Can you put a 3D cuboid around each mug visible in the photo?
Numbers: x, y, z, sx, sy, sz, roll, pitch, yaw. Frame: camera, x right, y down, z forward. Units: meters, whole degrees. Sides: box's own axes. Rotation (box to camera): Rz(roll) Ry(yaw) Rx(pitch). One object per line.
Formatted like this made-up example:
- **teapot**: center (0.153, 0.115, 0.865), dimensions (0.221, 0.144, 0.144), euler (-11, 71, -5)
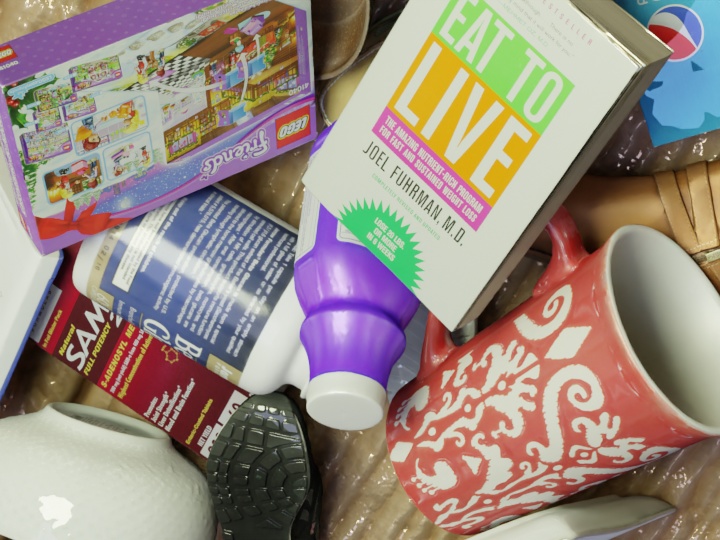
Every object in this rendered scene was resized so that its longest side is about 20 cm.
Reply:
- **mug**: center (0.114, 0.059, 0.928), dimensions (0.200, 0.133, 0.179), euler (-35, 62, 37)

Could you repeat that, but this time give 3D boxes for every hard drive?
- **hard drive**: center (-0.286, 0.026, 1.117), dimensions (0.132, 0.025, 0.201), euler (54, 126, 38)

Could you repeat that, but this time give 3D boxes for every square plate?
- **square plate**: center (0.093, 0.193, 1.009), dimensions (0.197, 0.199, 0.029), euler (-27, 74, 26)

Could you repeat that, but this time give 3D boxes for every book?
- **book**: center (0.062, -0.083, 0.836), dimensions (0.134, 0.048, 0.201), euler (43, 125, 15)

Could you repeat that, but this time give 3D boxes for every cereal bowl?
- **cereal bowl**: center (-0.193, 0.150, 1.090), dimensions (0.198, 0.200, 0.084), euler (17, 91, 12)

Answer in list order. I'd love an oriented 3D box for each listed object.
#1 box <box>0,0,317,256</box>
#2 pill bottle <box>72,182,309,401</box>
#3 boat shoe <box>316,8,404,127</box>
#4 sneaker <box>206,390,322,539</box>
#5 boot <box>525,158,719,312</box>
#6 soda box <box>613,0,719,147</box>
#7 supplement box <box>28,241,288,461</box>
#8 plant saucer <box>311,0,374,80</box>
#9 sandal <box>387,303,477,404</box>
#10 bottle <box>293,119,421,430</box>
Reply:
- **box**: center (-0.121, -0.104, 0.903), dimensions (0.039, 0.199, 0.138), euler (49, 154, 36)
- **pill bottle**: center (-0.081, 0.013, 0.997), dimensions (0.199, 0.111, 0.112), euler (30, 118, 3)
- **boat shoe**: center (0.048, -0.137, 0.946), dimensions (0.199, 0.076, 0.072), euler (-28, 101, 27)
- **sneaker**: center (-0.063, 0.155, 1.088), dimensions (0.075, 0.088, 0.202), euler (10, 125, 11)
- **boot**: center (0.171, -0.040, 0.940), dimensions (0.154, 0.077, 0.201), euler (-23, 105, 27)
- **soda box**: center (0.180, -0.183, 0.889), dimensions (0.067, 0.064, 0.202), euler (-15, 105, 24)
- **supplement box**: center (-0.147, 0.045, 1.097), dimensions (0.199, 0.061, 0.109), euler (33, 118, 5)
- **plant saucer**: center (-0.054, -0.216, 0.927), dimensions (0.200, 0.037, 0.201), euler (37, 148, 27)
- **sandal**: center (0.052, 0.054, 1.041), dimensions (0.082, 0.050, 0.204), euler (19, 130, 27)
- **bottle**: center (0.000, 0.000, 0.930), dimensions (0.083, 0.202, 0.065), euler (25, 143, -27)
